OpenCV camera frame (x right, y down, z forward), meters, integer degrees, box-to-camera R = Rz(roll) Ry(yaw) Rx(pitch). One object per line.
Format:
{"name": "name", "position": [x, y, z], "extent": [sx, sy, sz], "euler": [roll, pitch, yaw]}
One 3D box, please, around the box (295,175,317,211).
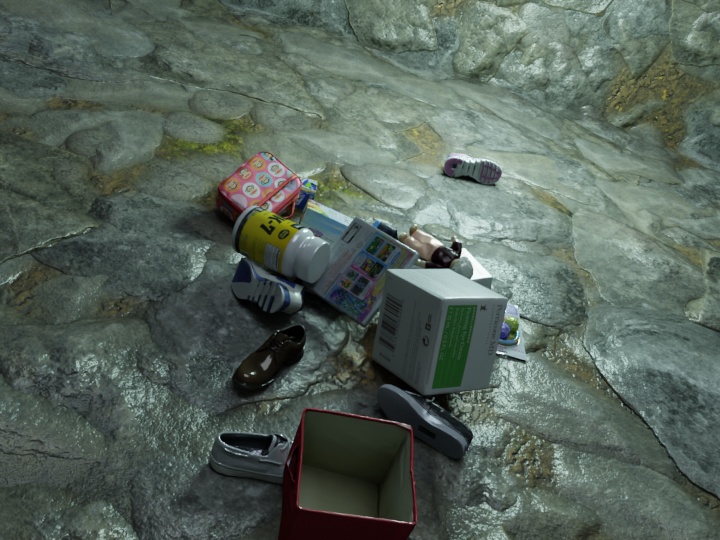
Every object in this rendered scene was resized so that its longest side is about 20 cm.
{"name": "box", "position": [-0.217, -0.219, 2.057], "extent": [0.198, 0.071, 0.065], "euler": [14, 34, -6]}

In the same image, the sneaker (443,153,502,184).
{"name": "sneaker", "position": [0.362, -0.340, 2.526], "extent": [0.198, 0.081, 0.089], "euler": [11, 25, -10]}

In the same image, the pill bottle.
{"name": "pill bottle", "position": [-0.171, -0.055, 1.693], "extent": [0.199, 0.115, 0.114], "euler": [24, 32, 20]}

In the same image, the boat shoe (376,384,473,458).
{"name": "boat shoe", "position": [0.125, 0.272, 1.475], "extent": [0.198, 0.074, 0.068], "euler": [29, 38, 16]}

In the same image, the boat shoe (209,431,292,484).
{"name": "boat shoe", "position": [-0.149, 0.303, 1.299], "extent": [0.198, 0.069, 0.072], "euler": [12, 32, -9]}

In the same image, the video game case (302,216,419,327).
{"name": "video game case", "position": [0.000, 0.000, 1.698], "extent": [0.181, 0.024, 0.200], "euler": [32, 75, 26]}

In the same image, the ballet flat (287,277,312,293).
{"name": "ballet flat", "position": [-0.126, 0.007, 1.765], "extent": [0.199, 0.073, 0.073], "euler": [31, 34, 10]}

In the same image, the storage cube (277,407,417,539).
{"name": "storage cube", "position": [-0.027, 0.340, 1.178], "extent": [0.198, 0.181, 0.172], "euler": [10, 42, -10]}

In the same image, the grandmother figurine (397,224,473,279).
{"name": "grandmother figurine", "position": [0.175, -0.035, 1.717], "extent": [0.121, 0.061, 0.200], "euler": [-41, 48, -13]}

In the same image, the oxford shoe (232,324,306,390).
{"name": "oxford shoe", "position": [-0.174, 0.159, 1.495], "extent": [0.072, 0.085, 0.200], "euler": [30, 36, 16]}

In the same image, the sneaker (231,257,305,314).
{"name": "sneaker", "position": [-0.186, 0.048, 1.671], "extent": [0.115, 0.081, 0.199], "euler": [20, 7, -44]}

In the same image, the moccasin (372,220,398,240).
{"name": "moccasin", "position": [0.068, -0.036, 1.822], "extent": [0.068, 0.200, 0.081], "euler": [16, 66, 22]}

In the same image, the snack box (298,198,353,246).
{"name": "snack box", "position": [-0.064, -0.102, 1.876], "extent": [0.167, 0.068, 0.200], "euler": [25, 10, -6]}

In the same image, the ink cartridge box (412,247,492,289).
{"name": "ink cartridge box", "position": [0.176, 0.028, 1.744], "extent": [0.198, 0.084, 0.144], "euler": [-8, 31, -19]}

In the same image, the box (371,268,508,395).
{"name": "box", "position": [0.154, 0.117, 1.556], "extent": [0.170, 0.201, 0.200], "euler": [0, 17, -34]}

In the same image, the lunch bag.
{"name": "lunch bag", "position": [-0.244, -0.185, 1.936], "extent": [0.176, 0.082, 0.200], "euler": [41, 56, 5]}

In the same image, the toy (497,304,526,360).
{"name": "toy", "position": [0.333, 0.120, 1.835], "extent": [0.114, 0.048, 0.201], "euler": [13, 32, -5]}
